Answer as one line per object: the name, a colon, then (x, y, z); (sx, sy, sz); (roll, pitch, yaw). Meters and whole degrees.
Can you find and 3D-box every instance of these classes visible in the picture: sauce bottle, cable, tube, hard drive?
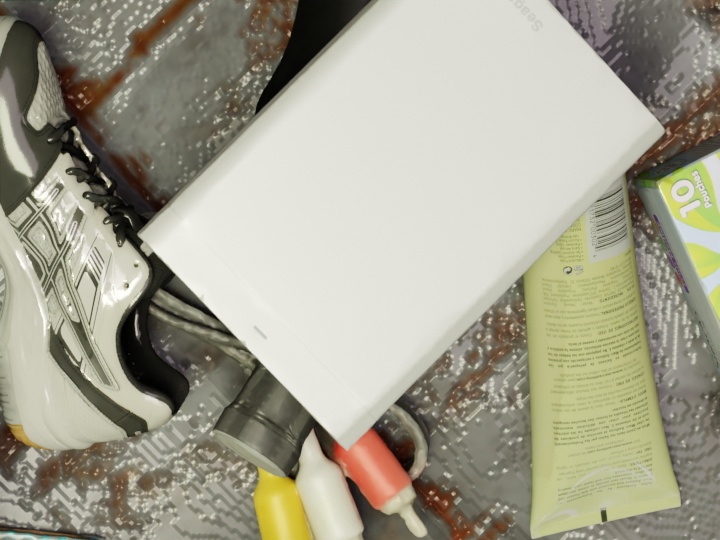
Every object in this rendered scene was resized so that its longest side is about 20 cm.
sauce bottle: (0.000, 0.000, 1.191); (0.065, 0.065, 0.201); (36, 78, -10)
cable: (-0.035, 0.052, 1.213); (0.097, 0.050, 0.201); (-30, 99, -4)
tube: (0.106, 0.032, 1.228); (0.058, 0.052, 0.201); (6, 117, 30)
hard drive: (0.019, -0.039, 1.140); (0.200, 0.026, 0.132); (-45, 99, -3)

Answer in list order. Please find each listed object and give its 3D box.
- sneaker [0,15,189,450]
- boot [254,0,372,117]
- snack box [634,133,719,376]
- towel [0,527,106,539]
sneaker: (-0.124, -0.020, 1.172); (0.087, 0.076, 0.201); (-5, 107, 15)
boot: (-0.030, -0.162, 1.178); (0.157, 0.079, 0.212); (33, 79, -17)
snack box: (0.236, 0.016, 1.251); (0.142, 0.053, 0.201); (-26, 98, -4)
towel: (-0.224, 0.188, 1.211); (0.199, 0.022, 0.148); (6, 93, -9)
